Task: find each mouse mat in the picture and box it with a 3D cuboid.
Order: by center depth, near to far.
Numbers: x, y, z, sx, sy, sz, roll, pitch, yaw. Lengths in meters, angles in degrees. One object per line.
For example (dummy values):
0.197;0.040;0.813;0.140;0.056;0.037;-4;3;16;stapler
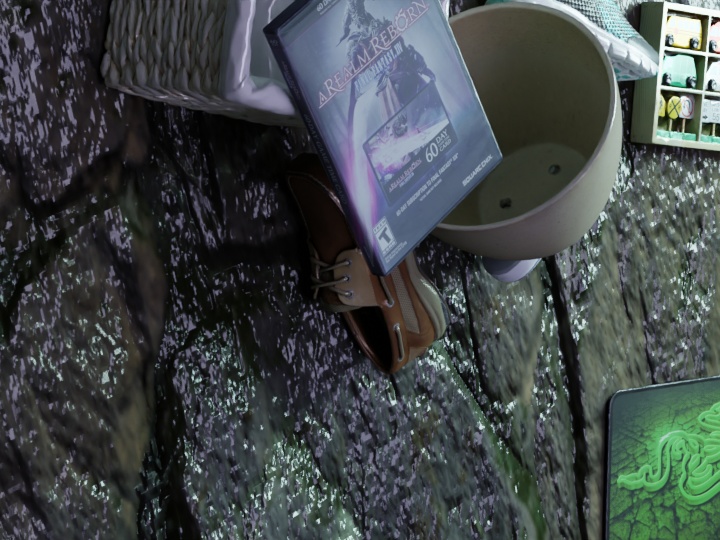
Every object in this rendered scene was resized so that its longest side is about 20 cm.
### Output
0.288;0.181;2.097;0.199;0.008;0.162;-5;98;-45;mouse mat

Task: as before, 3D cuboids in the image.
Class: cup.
0.121;-0.087;1.794;0.201;0.199;0.143;-65;150;-17;cup

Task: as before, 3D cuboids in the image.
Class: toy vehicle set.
0.320;-0.170;2.075;0.199;0.026;0.125;2;93;-44;toy vehicle set

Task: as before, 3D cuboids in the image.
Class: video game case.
0.019;-0.118;1.573;0.143;0.019;0.201;-44;125;-32;video game case

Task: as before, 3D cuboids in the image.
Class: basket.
-0.053;-0.203;1.612;0.199;0.160;0.200;8;89;-44;basket

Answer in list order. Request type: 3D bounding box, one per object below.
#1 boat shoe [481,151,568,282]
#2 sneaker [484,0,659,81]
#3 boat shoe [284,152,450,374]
0.166;-0.069;1.903;0.065;0.073;0.201;41;69;-36;boat shoe
0.188;-0.220;1.910;0.200;0.077;0.092;24;74;-45;sneaker
0.000;0.000;1.748;0.074;0.075;0.200;-51;125;-24;boat shoe
